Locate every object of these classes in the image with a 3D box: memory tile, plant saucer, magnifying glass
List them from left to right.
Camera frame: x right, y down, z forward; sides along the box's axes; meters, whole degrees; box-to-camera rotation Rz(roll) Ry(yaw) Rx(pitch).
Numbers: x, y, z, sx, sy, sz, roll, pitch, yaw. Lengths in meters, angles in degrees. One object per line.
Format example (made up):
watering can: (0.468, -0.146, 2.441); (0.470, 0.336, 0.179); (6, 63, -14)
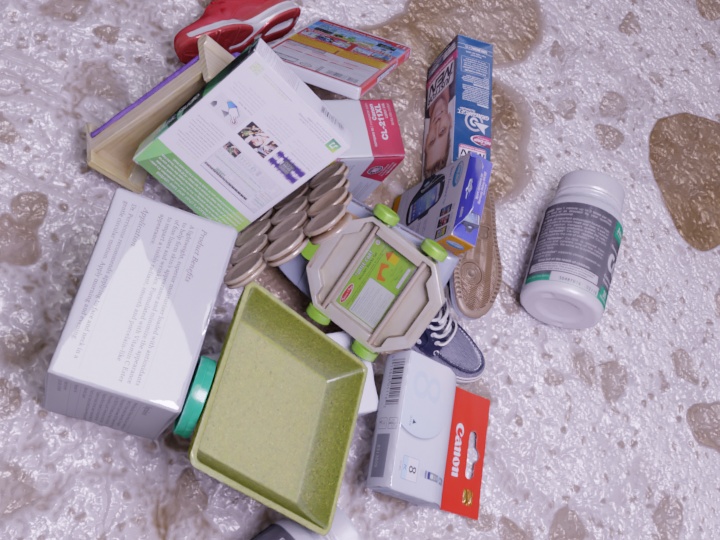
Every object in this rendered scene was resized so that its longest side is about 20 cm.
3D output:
magnifying glass: (-0.178, 0.130, 0.901); (0.022, 0.200, 0.080); (20, 78, -10)
plant saucer: (-0.089, 0.146, 0.900); (0.199, 0.048, 0.201); (40, 51, -36)
memory tile: (-0.074, -0.052, 0.934); (0.153, 0.200, 0.017); (-31, 110, 11)

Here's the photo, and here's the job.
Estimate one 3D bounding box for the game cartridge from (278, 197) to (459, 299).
game cartridge: (0.002, -0.005, 1.032); (0.199, 0.042, 0.134); (29, 100, 11)

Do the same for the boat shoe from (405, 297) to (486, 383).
boat shoe: (0.092, 0.071, 1.097); (0.199, 0.093, 0.075); (34, 63, -9)

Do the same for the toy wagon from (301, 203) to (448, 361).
toy wagon: (0.000, 0.000, 0.994); (0.200, 0.040, 0.156); (37, 104, 10)

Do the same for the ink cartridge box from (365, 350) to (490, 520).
ink cartridge box: (0.101, 0.204, 1.044); (0.199, 0.047, 0.161); (27, 63, -36)

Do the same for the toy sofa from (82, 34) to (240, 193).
toy sofa: (-0.220, -0.185, 0.988); (0.083, 0.199, 0.098); (31, 38, -49)

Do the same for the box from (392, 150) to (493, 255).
box: (0.097, -0.066, 1.084); (0.041, 0.200, 0.120); (26, 64, -23)

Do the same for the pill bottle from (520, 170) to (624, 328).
pill bottle: (0.299, -0.031, 1.199); (0.112, 0.113, 0.201); (27, 65, -12)

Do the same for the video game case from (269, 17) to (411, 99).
video game case: (-0.030, -0.281, 1.128); (0.142, 0.018, 0.200); (21, 34, 12)

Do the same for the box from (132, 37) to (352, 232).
box: (-0.128, -0.134, 0.930); (0.144, 0.199, 0.036); (43, 30, -25)

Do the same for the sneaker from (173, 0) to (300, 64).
sneaker: (-0.185, -0.345, 1.143); (0.199, 0.078, 0.116); (-30, 77, -40)

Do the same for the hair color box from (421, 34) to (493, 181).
hair color box: (0.135, -0.214, 1.208); (0.060, 0.100, 0.202); (11, 68, -18)

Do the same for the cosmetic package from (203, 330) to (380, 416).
cosmetic package: (-0.087, 0.138, 1.010); (0.198, 0.071, 0.102); (-7, 76, -25)

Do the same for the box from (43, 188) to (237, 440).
box: (-0.233, 0.054, 0.905); (0.130, 0.200, 0.200); (20, 65, -13)

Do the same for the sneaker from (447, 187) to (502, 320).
sneaker: (0.126, -0.015, 1.126); (0.070, 0.108, 0.201); (16, 60, -22)

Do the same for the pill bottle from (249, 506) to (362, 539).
pill bottle: (-0.093, 0.338, 0.916); (0.199, 0.113, 0.114); (-29, 85, -28)

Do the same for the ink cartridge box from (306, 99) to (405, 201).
ink cartridge box: (-0.067, -0.143, 1.072); (0.198, 0.146, 0.084); (-5, 74, -25)
